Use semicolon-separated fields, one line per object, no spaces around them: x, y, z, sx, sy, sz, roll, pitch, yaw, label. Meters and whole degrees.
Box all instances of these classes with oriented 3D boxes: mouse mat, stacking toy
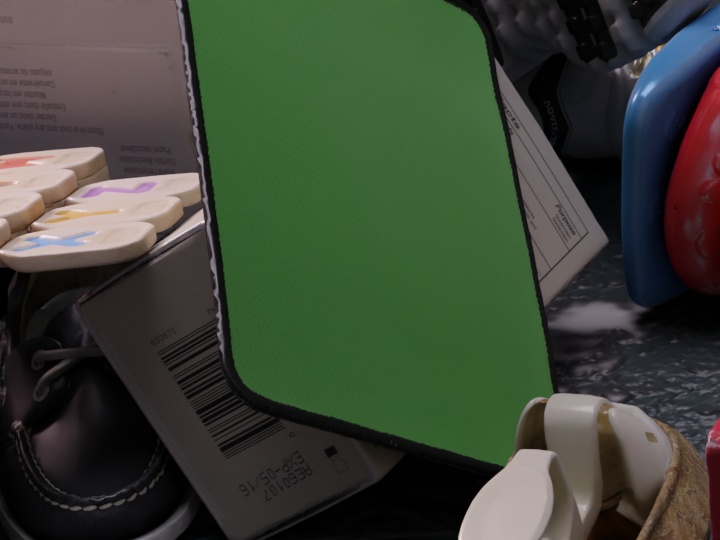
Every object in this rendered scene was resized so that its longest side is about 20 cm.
0.003;-0.028;0.852;0.160;0.201;0.008;19;-40;-41;mouse mat
0.199;-0.017;0.927;0.199;0.110;0.116;25;48;34;stacking toy

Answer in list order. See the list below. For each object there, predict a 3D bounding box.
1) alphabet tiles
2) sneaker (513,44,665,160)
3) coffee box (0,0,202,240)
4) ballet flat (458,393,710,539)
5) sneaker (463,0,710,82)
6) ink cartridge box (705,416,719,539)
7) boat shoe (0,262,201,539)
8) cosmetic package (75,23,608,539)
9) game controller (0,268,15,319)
-0.156;-0.014;0.865;0.194;0.015;0.200;-5;13;11;alphabet tiles
0.091;-0.109;1.184;0.087;0.076;0.200;-6;22;0;sneaker
-0.096;-0.110;1.076;0.198;0.201;0.198;5;24;26;coffee box
0.064;0.076;0.767;0.070;0.066;0.200;2;24;19;ballet flat
0.098;-0.122;1.036;0.081;0.076;0.200;-21;8;-19;sneaker
0.217;0.062;0.733;0.199;0.083;0.146;6;25;27;ink cartridge box
-0.099;0.039;0.905;0.075;0.061;0.200;-10;23;-9;boat shoe
0.000;0.000;0.895;0.073;0.104;0.200;-29;6;35;cosmetic package
-0.237;-0.010;1.004;0.198;0.105;0.042;-6;31;3;game controller
